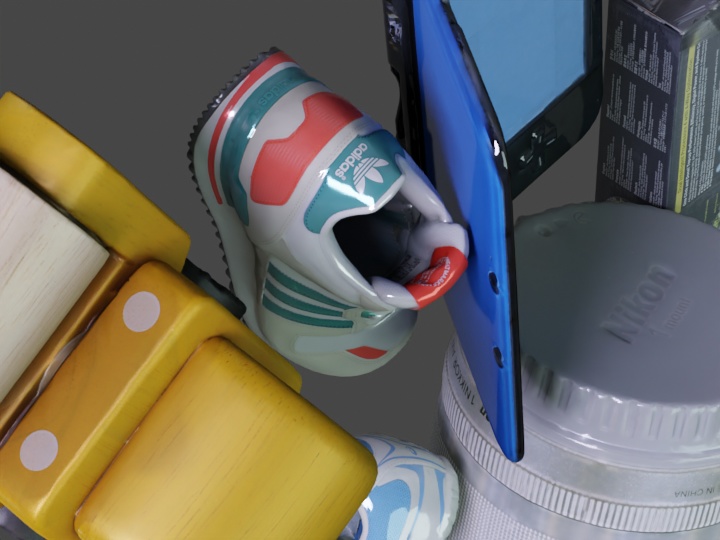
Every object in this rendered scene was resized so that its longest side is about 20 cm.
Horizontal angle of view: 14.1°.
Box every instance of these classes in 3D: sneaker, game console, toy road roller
[{"bbox_3d":[0.000,-0.001,1.121,0.070,0.093,0.200,-47,150,-15],"label":"sneaker"},{"bbox_3d":[0.073,-0.058,1.148,0.171,0.118,0.201,-41,149,-25],"label":"game console"},{"bbox_3d":[-0.082,0.045,0.987,0.123,0.146,0.200,-53,152,-4],"label":"toy road roller"},{"bbox_3d":[-0.027,0.152,1.283,0.072,0.072,0.201,18,118,-21],"label":"sneaker"}]

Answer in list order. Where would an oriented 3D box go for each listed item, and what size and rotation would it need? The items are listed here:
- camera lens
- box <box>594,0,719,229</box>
[{"bbox_3d":[0.109,0.091,1.314,0.160,0.160,0.201,-29,142,-40],"label":"camera lens"},{"bbox_3d":[0.178,-0.087,1.353,0.161,0.049,0.201,-41,148,-29],"label":"box"}]
